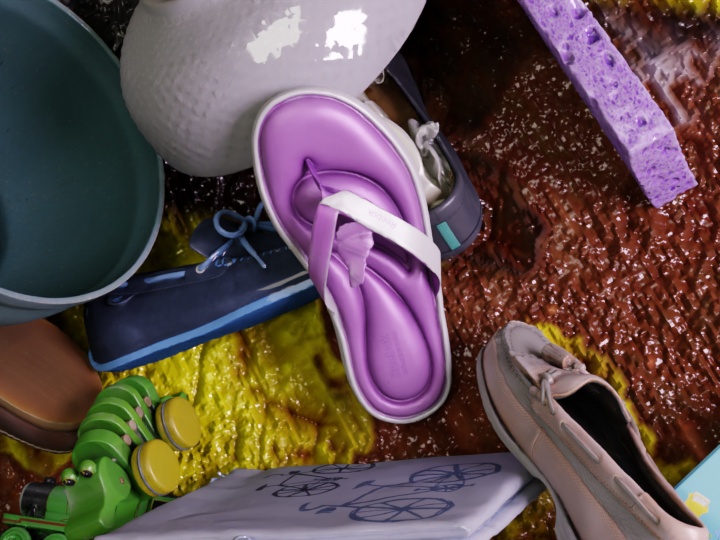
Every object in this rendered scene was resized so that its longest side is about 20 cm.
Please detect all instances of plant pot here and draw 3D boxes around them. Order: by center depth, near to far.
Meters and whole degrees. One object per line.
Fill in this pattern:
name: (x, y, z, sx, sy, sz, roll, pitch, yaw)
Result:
plant pot: (-0.231, -0.052, 0.823, 0.134, 0.199, 0.203, -28, 68, 39)

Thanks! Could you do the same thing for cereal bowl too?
cereal bowl: (-0.061, -0.154, 0.802, 0.199, 0.083, 0.201, -27, 37, 22)

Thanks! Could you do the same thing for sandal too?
sandal: (0.007, -0.003, 0.751, 0.082, 0.050, 0.204, -23, 115, 2)

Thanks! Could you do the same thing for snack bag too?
snack bag: (-0.014, 0.121, 0.719, 0.198, 0.188, 0.022, -6, 92, 18)

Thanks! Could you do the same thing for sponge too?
sponge: (0.111, -0.132, 0.768, 0.030, 0.111, 0.201, -33, 69, 11)

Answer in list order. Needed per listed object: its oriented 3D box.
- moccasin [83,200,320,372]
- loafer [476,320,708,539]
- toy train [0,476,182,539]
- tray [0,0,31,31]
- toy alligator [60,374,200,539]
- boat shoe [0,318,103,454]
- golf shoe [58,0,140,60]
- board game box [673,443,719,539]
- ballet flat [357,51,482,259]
moccasin: (-0.081, 0.000, 0.824, 0.198, 0.080, 0.069, -20, 83, 14)
loafer: (0.117, 0.085, 0.703, 0.063, 0.071, 0.201, -63, 29, 28)
toy train: (-0.124, 0.157, 0.830, 0.198, 0.042, 0.057, 5, 70, 21)
tray: (-0.198, -0.254, 0.884, 0.099, 0.037, 0.202, -51, 29, 43)
toy alligator: (-0.137, 0.109, 0.769, 0.059, 0.201, 0.055, -24, 111, 23)
boat shoe: (-0.235, 0.056, 0.884, 0.199, 0.070, 0.071, 35, 128, 27)
golf shoe: (-0.160, -0.182, 0.909, 0.077, 0.095, 0.201, 25, 112, -9)
board game box: (0.189, 0.183, 0.702, 0.200, 0.047, 0.151, -44, 67, 6)
ballet flat: (0.003, -0.095, 0.824, 0.073, 0.073, 0.201, -37, 68, 9)
